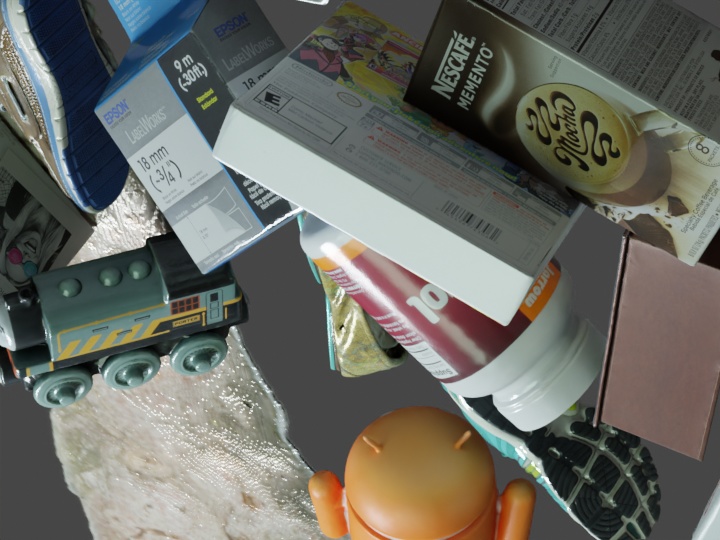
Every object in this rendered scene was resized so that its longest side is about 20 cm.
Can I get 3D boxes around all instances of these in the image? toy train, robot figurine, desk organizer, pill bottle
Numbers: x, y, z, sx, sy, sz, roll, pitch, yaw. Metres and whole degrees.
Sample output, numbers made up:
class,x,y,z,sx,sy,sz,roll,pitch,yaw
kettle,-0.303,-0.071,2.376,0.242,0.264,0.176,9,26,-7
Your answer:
class,x,y,z,sx,sy,sz,roll,pitch,yaw
toy train,-0.178,0.032,1.652,0.114,0.200,0.085,93,159,-52
robot figurine,0.049,0.181,1.691,0.144,0.117,0.200,34,151,28
desk organizer,0.204,0.029,1.407,0.077,0.072,0.200,21,144,15
pill bottle,0.066,0.008,1.461,0.200,0.113,0.113,43,146,-14

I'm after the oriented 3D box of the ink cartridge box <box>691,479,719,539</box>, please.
class,x,y,z,sx,sy,sz,roll,pitch,yaw
ink cartridge box,0.285,0.090,1.346,0.083,0.147,0.200,28,147,8

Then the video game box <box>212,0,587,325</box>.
class,x,y,z,sx,sy,sz,roll,pitch,yaw
video game box,0.036,-0.070,1.326,0.200,0.182,0.047,30,126,7

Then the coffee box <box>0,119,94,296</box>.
class,x,y,z,sx,sy,sz,roll,pitch,yaw
coffee box,-0.374,-0.025,1.718,0.200,0.198,0.200,-9,127,46

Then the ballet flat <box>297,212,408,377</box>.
class,x,y,z,sx,sy,sz,roll,pitch,yaw
ballet flat,0.000,0.000,1.560,0.071,0.071,0.200,17,142,25

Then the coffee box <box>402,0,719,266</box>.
class,x,y,z,sx,sy,sz,roll,pitch,yaw
coffee box,0.138,-0.105,1.286,0.200,0.080,0.113,30,147,6

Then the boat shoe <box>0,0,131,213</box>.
class,x,y,z,sx,sy,sz,roll,pitch,yaw
boat shoe,-0.219,-0.132,1.577,0.072,0.072,0.200,14,132,35

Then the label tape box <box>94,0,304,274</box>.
class,x,y,z,sx,sy,sz,roll,pitch,yaw
label tape box,-0.105,-0.113,1.449,0.200,0.063,0.144,57,143,-2

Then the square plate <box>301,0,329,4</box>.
class,x,y,z,sx,sy,sz,roll,pitch,yaw
square plate,-0.109,-0.264,1.329,0.200,0.028,0.198,16,135,26

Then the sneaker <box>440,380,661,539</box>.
class,x,y,z,sx,sy,sz,roll,pitch,yaw
sneaker,0.136,0.119,1.595,0.200,0.078,0.080,45,165,-7
